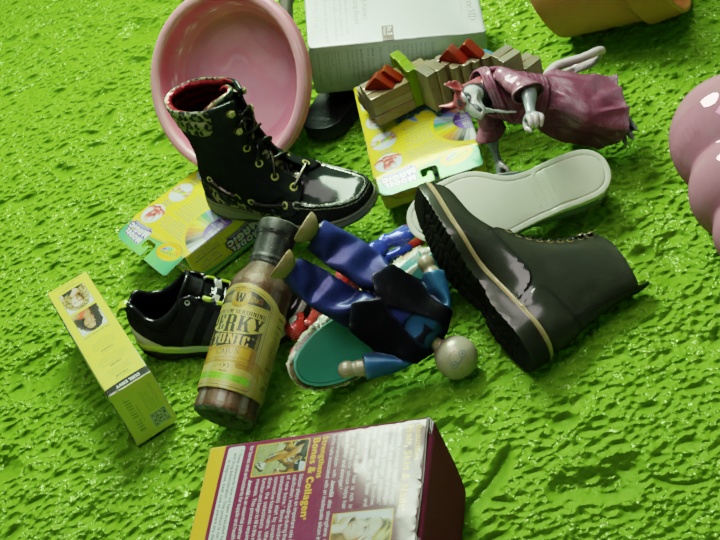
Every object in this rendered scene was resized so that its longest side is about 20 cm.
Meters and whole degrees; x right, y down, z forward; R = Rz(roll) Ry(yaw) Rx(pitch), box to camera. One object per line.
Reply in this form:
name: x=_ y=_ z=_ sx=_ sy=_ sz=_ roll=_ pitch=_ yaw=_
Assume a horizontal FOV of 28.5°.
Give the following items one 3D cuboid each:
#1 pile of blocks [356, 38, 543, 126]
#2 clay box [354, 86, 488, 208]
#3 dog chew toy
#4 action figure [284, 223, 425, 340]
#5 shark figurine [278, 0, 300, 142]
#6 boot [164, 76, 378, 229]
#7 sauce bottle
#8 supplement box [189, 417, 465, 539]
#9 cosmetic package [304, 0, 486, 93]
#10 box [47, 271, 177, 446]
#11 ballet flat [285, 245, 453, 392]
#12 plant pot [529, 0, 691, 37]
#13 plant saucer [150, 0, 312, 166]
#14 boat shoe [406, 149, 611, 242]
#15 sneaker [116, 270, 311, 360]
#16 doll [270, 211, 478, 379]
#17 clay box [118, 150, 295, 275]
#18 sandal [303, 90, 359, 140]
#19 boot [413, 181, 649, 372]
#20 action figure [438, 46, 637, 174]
pile of blocks: x=0.087 y=-0.214 z=1.479 sx=0.199 sy=0.062 sz=0.082 roll=-11 pitch=41 yaw=9
clay box: x=0.064 y=-0.141 z=1.505 sx=0.114 sy=0.048 sz=0.201 roll=-18 pitch=41 yaw=6
dog chew toy: x=0.343 y=-0.081 z=1.260 sx=0.124 sy=0.125 sz=0.201 roll=-12 pitch=49 yaw=15
action figure: x=0.000 y=0.000 z=1.385 sx=0.052 sy=0.066 sz=0.200 roll=38 pitch=66 yaw=18
shark figurine: x=-0.105 y=-0.230 z=1.580 sx=0.089 sy=0.215 sz=0.129 roll=0 pitch=50 yaw=-3
boot: x=-0.093 y=-0.116 z=1.422 sx=0.203 sy=0.154 sz=0.074 roll=7 pitch=51 yaw=29
sauce bottle: x=-0.103 y=0.047 z=1.339 sx=0.064 sy=0.065 sz=0.201 roll=1 pitch=66 yaw=28
supplement box: x=-0.026 y=0.209 z=1.137 sx=0.199 sy=0.103 sz=0.131 roll=-9 pitch=42 yaw=19
cosmetic package: x=0.040 y=-0.266 z=1.608 sx=0.199 sy=0.074 sz=0.102 roll=-7 pitch=48 yaw=1
box: x=-0.249 y=0.084 z=1.412 sx=0.050 sy=0.075 sz=0.200 roll=-32 pitch=39 yaw=-11
ballet flat: x=0.010 y=0.048 z=1.337 sx=0.200 sy=0.076 sz=0.064 roll=-34 pitch=9 yaw=-18
plant pot: x=0.255 y=-0.344 z=1.548 sx=0.140 sy=0.200 sz=0.201 roll=-24 pitch=36 yaw=27
plant saucer: x=-0.133 y=-0.205 z=1.532 sx=0.199 sy=0.202 sz=0.051 roll=2 pitch=9 yaw=29
boat shoe: x=0.142 y=-0.062 z=1.367 sx=0.199 sy=0.062 sz=0.073 roll=-16 pitch=76 yaw=-1
sneaker: x=-0.147 y=0.038 z=1.401 sx=0.199 sy=0.083 sz=0.072 roll=-13 pitch=41 yaw=14
doll: x=0.017 y=0.036 z=1.278 sx=0.199 sy=0.048 sz=0.137 roll=32 pitch=82 yaw=1
clay box: x=-0.156 y=-0.064 z=1.545 sx=0.200 sy=0.048 sz=0.115 roll=-39 pitch=44 yaw=-16
sandal: x=-0.007 y=-0.232 z=1.657 sx=0.076 sy=0.043 sz=0.201 roll=2 pitch=47 yaw=29
boot: x=0.152 y=-0.020 z=1.295 sx=0.138 sy=0.078 sz=0.200 roll=-30 pitch=72 yaw=-14
action figure: x=0.170 y=-0.174 z=1.387 sx=0.134 sy=0.199 sz=0.150 roll=144 pitch=130 yaw=-60
